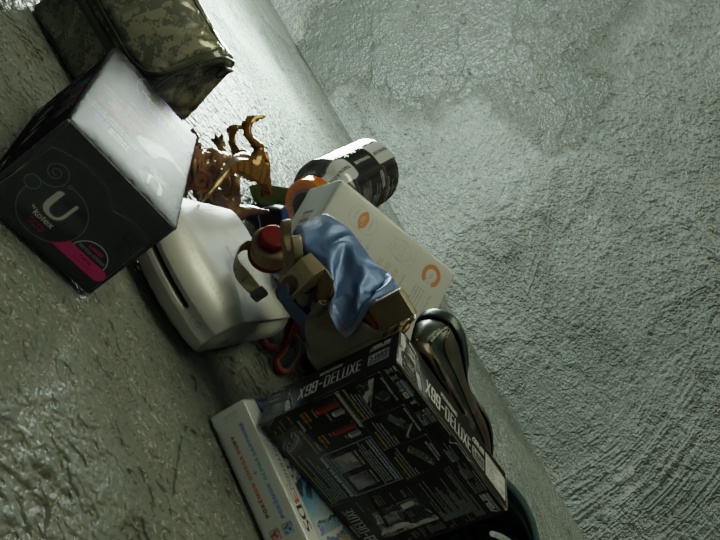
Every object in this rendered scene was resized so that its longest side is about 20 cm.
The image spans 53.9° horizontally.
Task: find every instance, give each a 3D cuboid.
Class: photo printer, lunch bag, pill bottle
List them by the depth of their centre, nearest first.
[{"bbox_3d":[-0.163,0.004,0.771,0.167,0.069,0.200,60,11,8],"label":"photo printer"},{"bbox_3d":[-0.260,-0.282,0.849,0.201,0.167,0.139,59,11,4],"label":"lunch bag"},{"bbox_3d":[-0.028,-0.120,1.021,0.107,0.106,0.200,57,34,-4],"label":"pill bottle"}]

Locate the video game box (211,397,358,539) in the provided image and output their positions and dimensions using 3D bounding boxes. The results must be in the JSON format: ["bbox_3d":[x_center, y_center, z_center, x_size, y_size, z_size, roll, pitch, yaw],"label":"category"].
[{"bbox_3d":[-0.056,0.220,0.732,0.183,0.047,0.200,64,12,15],"label":"video game box"}]

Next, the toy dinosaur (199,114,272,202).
[{"bbox_3d":[-0.137,-0.132,0.861,0.200,0.060,0.107,-1,79,-77],"label":"toy dinosaur"}]

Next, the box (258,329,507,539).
[{"bbox_3d":[0.025,0.173,0.676,0.201,0.157,0.050,53,24,-20],"label":"box"}]

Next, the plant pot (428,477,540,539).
[{"bbox_3d":[0.131,0.357,0.853,0.196,0.199,0.201,57,8,-51],"label":"plant pot"}]

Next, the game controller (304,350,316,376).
[{"bbox_3d":[-0.018,0.197,1.003,0.201,0.042,0.104,57,-3,-13],"label":"game controller"}]

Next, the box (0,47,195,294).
[{"bbox_3d":[-0.233,-0.097,0.637,0.122,0.106,0.201,50,15,-29],"label":"box"}]

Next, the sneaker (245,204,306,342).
[{"bbox_3d":[-0.114,0.006,1.010,0.070,0.077,0.202,20,60,-76],"label":"sneaker"}]

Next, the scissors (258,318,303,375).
[{"bbox_3d":[-0.083,0.052,0.943,0.073,0.014,0.201,54,35,-22],"label":"scissors"}]

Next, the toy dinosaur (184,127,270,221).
[{"bbox_3d":[-0.190,-0.103,0.905,0.200,0.085,0.136,52,12,-44],"label":"toy dinosaur"}]

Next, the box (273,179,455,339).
[{"bbox_3d":[0.000,0.000,0.891,0.199,0.125,0.097,37,-18,-22],"label":"box"}]

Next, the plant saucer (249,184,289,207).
[{"bbox_3d":[-0.092,-0.103,1.184,0.200,0.198,0.031,20,81,-72],"label":"plant saucer"}]

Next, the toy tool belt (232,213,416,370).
[{"bbox_3d":[-0.031,0.001,0.693,0.200,0.124,0.123,45,-37,17],"label":"toy tool belt"}]

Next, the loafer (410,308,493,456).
[{"bbox_3d":[0.083,0.139,0.711,0.063,0.071,0.202,-44,125,-49],"label":"loafer"}]
